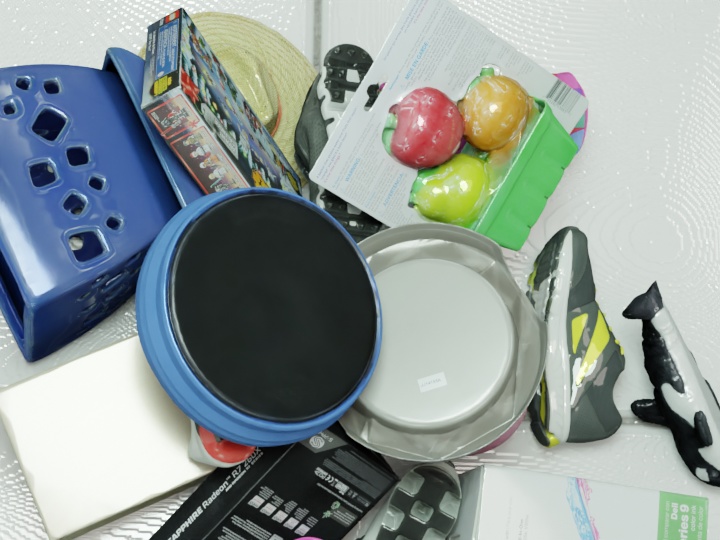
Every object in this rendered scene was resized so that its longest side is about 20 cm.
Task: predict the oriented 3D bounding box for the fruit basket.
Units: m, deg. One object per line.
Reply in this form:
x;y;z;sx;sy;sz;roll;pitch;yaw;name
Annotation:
0.076;-0.112;1.257;0.199;0.094;0.186;29;92;-22;fruit basket

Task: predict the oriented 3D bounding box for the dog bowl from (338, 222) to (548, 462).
0.055;0.064;1.211;0.198;0.059;0.202;-3;69;7;dog bowl

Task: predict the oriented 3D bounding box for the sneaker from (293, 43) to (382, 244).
-0.021;-0.092;1.312;0.066;0.090;0.202;7;72;-23;sneaker

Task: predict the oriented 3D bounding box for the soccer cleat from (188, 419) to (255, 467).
-0.111;0.056;1.174;0.068;0.085;0.202;7;73;-29;soccer cleat

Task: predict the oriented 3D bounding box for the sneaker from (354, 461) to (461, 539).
0.029;0.248;1.278;0.074;0.089;0.201;34;99;3;sneaker

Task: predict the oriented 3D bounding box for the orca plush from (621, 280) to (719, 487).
0.273;0.115;1.339;0.071;0.105;0.201;-23;117;19;orca plush

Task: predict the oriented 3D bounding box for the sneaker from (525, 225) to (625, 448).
0.198;0.061;1.354;0.084;0.074;0.202;5;85;-14;sneaker

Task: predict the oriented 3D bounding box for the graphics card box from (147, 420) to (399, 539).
-0.078;0.203;1.211;0.200;0.125;0.051;-46;42;6;graphics card box

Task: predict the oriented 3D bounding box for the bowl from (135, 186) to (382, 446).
-0.071;0.031;1.128;0.199;0.039;0.202;10;69;-28;bowl

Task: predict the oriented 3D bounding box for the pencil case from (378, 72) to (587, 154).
0.106;-0.135;1.365;0.198;0.088;0.089;-5;78;-10;pencil case

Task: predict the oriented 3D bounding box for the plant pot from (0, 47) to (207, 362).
-0.235;-0.062;1.243;0.179;0.200;0.201;-23;81;-19;plant pot

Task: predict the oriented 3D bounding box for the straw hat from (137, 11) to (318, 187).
-0.117;-0.156;1.339;0.199;0.085;0.203;2;76;-9;straw hat

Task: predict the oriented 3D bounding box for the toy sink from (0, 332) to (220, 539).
-0.189;0.130;1.245;0.199;0.112;0.131;-23;82;-14;toy sink

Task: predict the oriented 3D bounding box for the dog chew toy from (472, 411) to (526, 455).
0.041;0.104;1.289;0.198;0.125;0.126;-7;78;-4;dog chew toy

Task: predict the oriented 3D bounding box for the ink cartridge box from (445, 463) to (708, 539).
0.176;0.226;1.265;0.198;0.145;0.088;8;75;-7;ink cartridge box

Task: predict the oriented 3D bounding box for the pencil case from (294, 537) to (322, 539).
-0.037;0.317;1.199;0.088;0.088;0.202;4;108;-8;pencil case

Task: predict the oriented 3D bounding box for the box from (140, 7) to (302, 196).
-0.110;-0.103;1.234;0.040;0.137;0.200;-26;125;13;box
